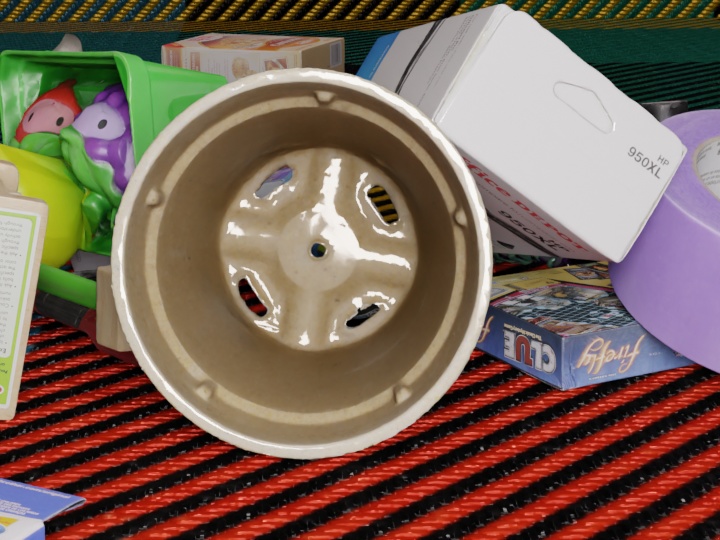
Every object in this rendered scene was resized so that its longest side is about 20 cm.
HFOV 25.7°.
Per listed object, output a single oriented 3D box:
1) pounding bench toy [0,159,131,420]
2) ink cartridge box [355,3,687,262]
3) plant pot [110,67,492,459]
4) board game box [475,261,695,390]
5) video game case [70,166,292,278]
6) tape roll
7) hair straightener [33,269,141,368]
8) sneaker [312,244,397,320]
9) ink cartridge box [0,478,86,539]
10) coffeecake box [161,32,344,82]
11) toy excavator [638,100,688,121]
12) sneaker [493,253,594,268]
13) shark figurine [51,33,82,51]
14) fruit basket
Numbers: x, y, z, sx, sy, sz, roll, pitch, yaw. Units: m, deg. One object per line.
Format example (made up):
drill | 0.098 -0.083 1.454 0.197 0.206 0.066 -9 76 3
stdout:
pounding bench toy | -0.228 0.003 0.931 0.198 0.125 0.156 7 10 -20
ink cartridge box | 0.080 -0.079 0.958 0.144 0.085 0.200 34 -8 -17
plant pot | -0.027 -0.008 0.905 0.198 0.202 0.183 1 3 2
board game box | 0.171 0.028 1.024 0.198 0.035 0.135 -8 16 -28
video game case | -0.107 -0.052 1.229 0.180 0.046 0.200 -13 11 19
tape roll | 0.258 -0.015 0.969 0.198 0.086 0.201 8 32 -5
hair straightener | -0.155 0.030 1.029 0.077 0.041 0.199 -13 15 -42
sneaker | 0.000 0.000 1.100 0.082 0.071 0.200 20 8 -13
ink cartridge box | -0.210 0.130 0.623 0.118 0.042 0.200 6 18 23
coffeecake box | -0.139 -0.268 2.085 0.198 0.074 0.153 5 16 20
toy excavator | 0.210 -0.098 1.418 0.199 0.101 0.194 2 11 44
sneaker | 0.124 -0.025 1.168 0.199 0.088 0.074 -21 -24 34
shark figurine | -0.223 -0.135 1.518 0.214 0.090 0.128 38 -6 -40
fruit basket | -0.209 -0.069 1.068 0.213 0.157 0.216 -3 10 1
